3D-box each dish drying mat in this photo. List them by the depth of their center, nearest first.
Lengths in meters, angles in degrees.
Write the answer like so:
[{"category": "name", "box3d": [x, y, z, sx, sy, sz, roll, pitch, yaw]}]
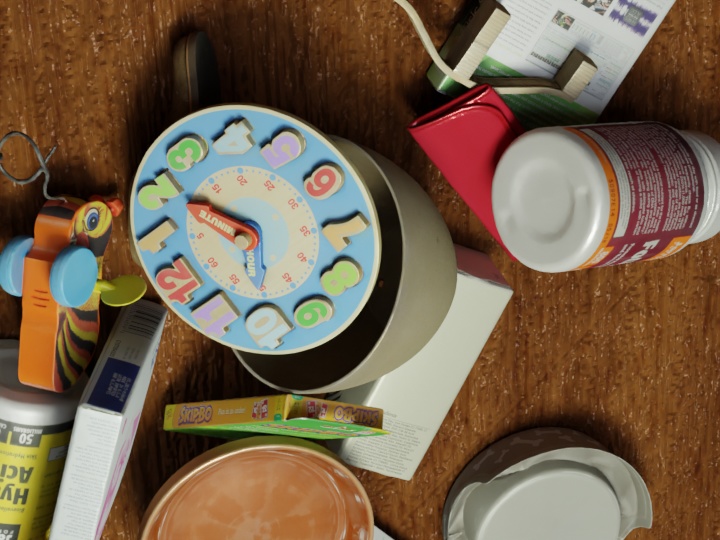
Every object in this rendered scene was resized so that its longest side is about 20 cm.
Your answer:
[{"category": "dish drying mat", "box3d": [0.115, -0.077, 1.670, 0.077, 0.018, 0.200, -26, 139, 15]}]

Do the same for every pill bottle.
[{"category": "pill bottle", "box3d": [-0.289, 0.167, 1.648, 0.111, 0.111, 0.201, 6, 116, -21]}, {"category": "pill bottle", "box3d": [0.209, -0.062, 1.651, 0.199, 0.114, 0.115, -7, 124, -45]}]

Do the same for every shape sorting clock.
[{"category": "shape sorting clock", "box3d": [-0.081, -0.028, 1.524, 0.199, 0.039, 0.201, 10, 118, 18]}]

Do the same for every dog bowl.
[{"category": "dog bowl", "box3d": [0.165, 0.232, 1.869, 0.199, 0.059, 0.201, -8, 120, -14]}]

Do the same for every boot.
[{"category": "boot", "box3d": [-0.146, -0.087, 1.583, 0.075, 0.074, 0.201, 7, 109, 13]}]

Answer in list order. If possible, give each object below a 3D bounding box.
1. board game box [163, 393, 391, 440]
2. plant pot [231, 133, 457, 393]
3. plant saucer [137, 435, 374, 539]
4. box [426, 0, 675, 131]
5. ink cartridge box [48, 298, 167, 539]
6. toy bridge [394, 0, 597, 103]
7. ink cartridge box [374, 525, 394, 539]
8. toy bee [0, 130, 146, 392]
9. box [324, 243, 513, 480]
[{"category": "board game box", "box3d": [-0.068, 0.121, 1.652, 0.095, 0.200, 0.030, 11, 80, -35]}, {"category": "plant pot", "box3d": [0.000, 0.000, 1.623, 0.134, 0.200, 0.201, 8, 118, -49]}, {"category": "plant saucer", "box3d": [-0.088, 0.221, 1.695, 0.199, 0.032, 0.201, -8, 120, -14]}, {"category": "box", "box3d": [0.164, -0.205, 1.638, 0.144, 0.036, 0.200, 24, 107, -28]}, {"category": "ink cartridge box", "box3d": [-0.206, 0.150, 1.617, 0.043, 0.197, 0.201, 14, 114, -2]}, {"category": "toy bridge", "box3d": [0.090, -0.179, 1.591, 0.199, 0.027, 0.067, 26, 109, -28]}, {"category": "ink cartridge box", "box3d": [-0.022, 0.260, 1.806, 0.200, 0.037, 0.095, 41, 60, -33]}, {"category": "toy bee", "box3d": [-0.217, -0.012, 1.572, 0.109, 0.131, 0.201, -31, 147, -54]}, {"category": "box", "box3d": [0.044, 0.074, 1.733, 0.082, 0.068, 0.201, 19, 110, -27]}]
